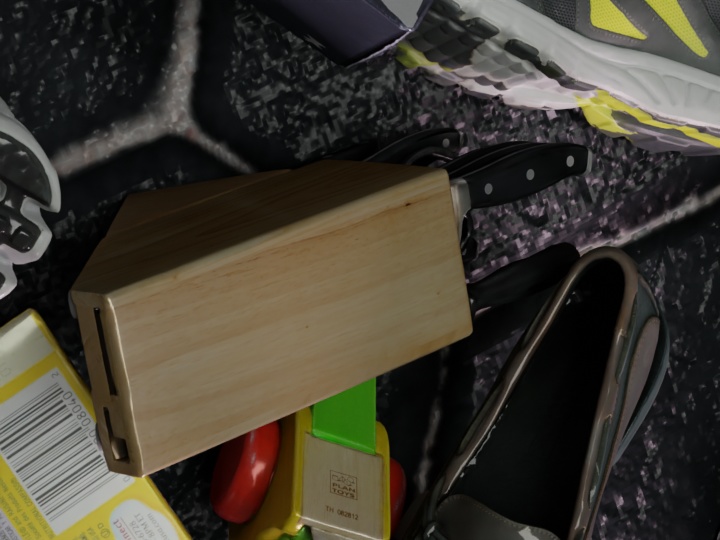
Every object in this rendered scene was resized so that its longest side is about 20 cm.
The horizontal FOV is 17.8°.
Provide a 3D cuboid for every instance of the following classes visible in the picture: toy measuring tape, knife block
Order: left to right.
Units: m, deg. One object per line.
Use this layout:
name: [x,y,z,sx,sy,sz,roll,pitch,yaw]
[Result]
toy measuring tape: [-0.020,0.107,0.828,0.074,0.200,0.074,0,130,0]
knife block: [0.000,0.000,0.813,0.176,0.200,0.064,-9,104,5]

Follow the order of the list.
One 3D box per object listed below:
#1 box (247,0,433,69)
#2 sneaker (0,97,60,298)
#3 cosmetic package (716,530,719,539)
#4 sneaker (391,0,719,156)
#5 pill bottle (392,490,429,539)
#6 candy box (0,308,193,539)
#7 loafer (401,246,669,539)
box: [-0.021,-0.206,0.764,0.200,0.124,0.197,34,84,-9]
sneaker: [-0.181,0.016,0.780,0.200,0.081,0.075,-45,121,8]
cosmetic package: [0.262,0.144,1.004,0.200,0.104,0.073,21,88,-29]
sneaker: [0.084,-0.106,0.900,0.200,0.074,0.085,19,76,-32]
pill bottle: [0.020,0.194,0.885,0.112,0.112,0.200,35,82,-27]
candy box: [-0.101,0.123,0.813,0.102,0.026,0.200,-34,91,-3]
loafer: [0.053,0.081,0.820,0.063,0.072,0.200,72,39,-63]
